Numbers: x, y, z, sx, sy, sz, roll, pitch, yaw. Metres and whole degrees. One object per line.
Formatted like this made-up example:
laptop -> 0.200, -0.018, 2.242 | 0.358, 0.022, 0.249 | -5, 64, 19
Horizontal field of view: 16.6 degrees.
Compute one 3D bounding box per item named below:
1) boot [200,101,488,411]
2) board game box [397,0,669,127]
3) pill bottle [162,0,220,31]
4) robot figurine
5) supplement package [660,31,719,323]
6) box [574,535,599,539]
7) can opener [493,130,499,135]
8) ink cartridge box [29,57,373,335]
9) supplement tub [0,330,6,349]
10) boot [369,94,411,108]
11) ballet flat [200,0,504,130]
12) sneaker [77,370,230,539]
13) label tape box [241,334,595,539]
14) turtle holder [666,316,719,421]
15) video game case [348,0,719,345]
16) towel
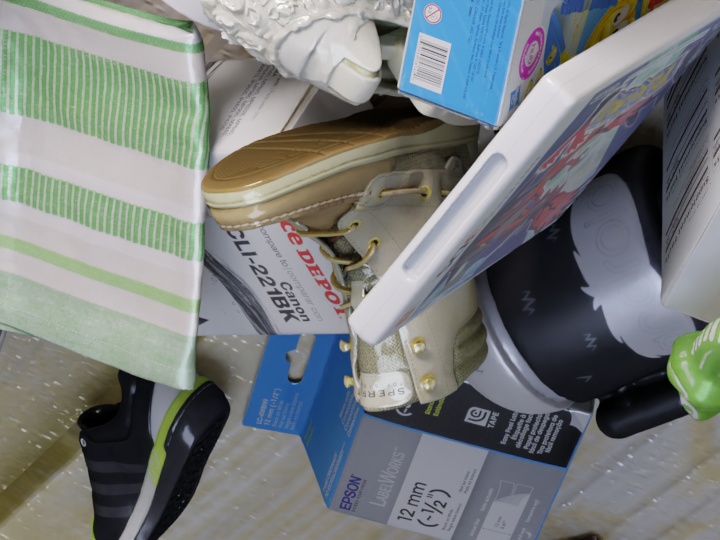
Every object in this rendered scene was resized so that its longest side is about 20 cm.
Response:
boot -> 0.000, 0.000, 1.279 | 0.072, 0.200, 0.155 | 5, 105, 37
board game box -> 0.103, -0.190, 1.168 | 0.056, 0.196, 0.200 | 23, 118, 23
pill bottle -> -0.036, -0.222, 1.230 | 0.119, 0.120, 0.200 | 25, 123, -14
robot figurine -> 0.140, 0.004, 1.415 | 0.200, 0.151, 0.125 | -27, 143, 27
supplement package -> 0.269, -0.068, 1.279 | 0.191, 0.200, 0.147 | 17, 131, -8
box -> 0.091, 0.307, 1.656 | 0.200, 0.166, 0.164 | -13, 127, 20
can opener -> 0.129, -0.127, 1.334 | 0.066, 0.053, 0.200 | 31, 124, 10
ink cartridge box -> -0.077, -0.040, 1.393 | 0.200, 0.084, 0.144 | -2, 134, 36
supplement tub -> -0.309, 0.012, 1.485 | 0.200, 0.123, 0.123 | 18, 131, -7
boot -> 0.028, -0.167, 1.320 | 0.146, 0.070, 0.200 | 20, 124, 1
ballet flat -> 0.018, -0.110, 1.238 | 0.200, 0.072, 0.072 | 9, 135, -27
sneaker -> -0.148, 0.120, 1.609 | 0.083, 0.072, 0.200 | 36, 129, 9
label tape box -> 0.032, 0.093, 1.546 | 0.200, 0.066, 0.143 | 14, 131, -6
turtle holder -> 0.247, 0.086, 1.194 | 0.185, 0.141, 0.132 | 1, 149, -5
video game case -> 0.095, -0.057, 1.226 | 0.023, 0.200, 0.182 | 45, 127, 9
towel -> -0.146, -0.048, 1.337 | 0.152, 0.023, 0.200 | 17, 111, 31
